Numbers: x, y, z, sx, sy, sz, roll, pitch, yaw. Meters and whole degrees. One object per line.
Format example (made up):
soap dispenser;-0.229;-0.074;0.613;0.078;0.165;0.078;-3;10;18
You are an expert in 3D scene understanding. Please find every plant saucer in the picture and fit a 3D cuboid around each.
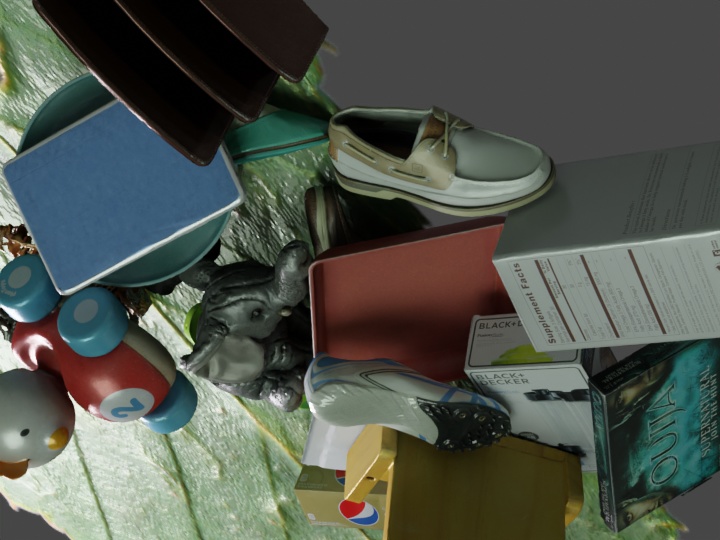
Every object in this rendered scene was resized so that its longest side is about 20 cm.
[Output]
plant saucer;0.049;0.032;1.501;0.199;0.037;0.201;-12;138;-9
plant saucer;-0.211;-0.086;1.483;0.199;0.036;0.201;-3;105;-11

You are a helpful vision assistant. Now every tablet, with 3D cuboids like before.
tablet;-0.204;-0.076;1.410;0.199;0.014;0.131;-26;88;19

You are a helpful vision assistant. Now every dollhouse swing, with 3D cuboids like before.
dollhouse swing;0.090;0.244;1.542;0.199;0.176;0.182;16;148;-10

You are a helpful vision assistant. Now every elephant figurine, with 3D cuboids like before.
elephant figurine;-0.110;0.038;1.527;0.141;0.155;0.200;39;172;31

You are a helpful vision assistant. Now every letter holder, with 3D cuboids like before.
letter holder;-0.144;-0.202;1.318;0.100;0.142;0.200;-25;120;40

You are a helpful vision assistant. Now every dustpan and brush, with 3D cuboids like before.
dustpan and brush;0.048;0.160;1.650;0.199;0.057;0.140;10;148;-3

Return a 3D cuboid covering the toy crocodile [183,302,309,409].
toy crocodile;-0.089;0.094;1.672;0.199;0.062;0.068;24;178;-4

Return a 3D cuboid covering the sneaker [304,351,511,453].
sneaker;0.045;0.114;1.490;0.199;0.073;0.072;14;132;-17

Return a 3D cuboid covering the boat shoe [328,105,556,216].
boat shoe;0.063;-0.097;1.387;0.199;0.075;0.069;4;141;22

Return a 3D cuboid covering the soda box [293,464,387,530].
soda box;0.036;0.233;1.749;0.199;0.068;0.064;0;133;24

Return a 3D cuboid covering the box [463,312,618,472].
box;0.185;0.116;1.535;0.116;0.060;0.200;-4;144;26

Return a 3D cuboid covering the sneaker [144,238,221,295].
sneaker;-0.202;-0.075;1.542;0.090;0.076;0.200;-25;118;16

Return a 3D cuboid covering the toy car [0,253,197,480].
toy car;-0.287;0.126;1.544;0.176;0.200;0.184;23;160;34

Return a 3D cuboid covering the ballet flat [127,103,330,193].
ballet flat;-0.125;-0.116;1.432;0.199;0.067;0.071;-19;95;2

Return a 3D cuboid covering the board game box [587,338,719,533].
board game box;0.276;0.143;1.512;0.028;0.135;0.201;47;159;43

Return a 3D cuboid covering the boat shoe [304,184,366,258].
boat shoe;-0.001;-0.004;1.528;0.074;0.075;0.203;-14;135;0

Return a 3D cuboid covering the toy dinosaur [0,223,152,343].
toy dinosaur;-0.313;0.003;1.671;0.200;0.102;0.136;40;123;7

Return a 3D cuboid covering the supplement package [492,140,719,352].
supplement package;0.229;-0.018;1.363;0.199;0.117;0.118;-6;131;30
